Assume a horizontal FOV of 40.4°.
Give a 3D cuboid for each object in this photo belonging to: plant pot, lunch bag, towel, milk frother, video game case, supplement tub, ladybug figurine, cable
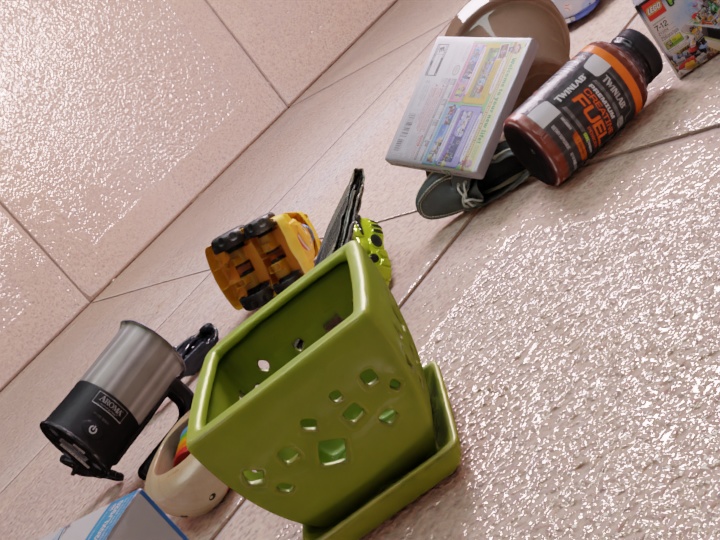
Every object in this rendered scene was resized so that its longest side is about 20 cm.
[{"bbox_3d":[-0.022,0.122,0.895,0.199,0.182,0.199,-37,16,10],"label":"plant pot"},{"bbox_3d":[0.233,-0.288,1.420,0.199,0.200,0.176,-36,35,11],"label":"plant pot"},{"bbox_3d":[0.388,-0.506,1.776,0.159,0.076,0.201,-17,28,48],"label":"lunch bag"},{"bbox_3d":[-0.038,-0.012,1.332,0.201,0.034,0.195,118,169,-56],"label":"towel"},{"bbox_3d":[-0.353,0.204,1.413,0.198,0.181,0.189,-7,39,50],"label":"milk frother"},{"bbox_3d":[0.136,-0.228,1.344,0.181,0.022,0.203,15,78,48],"label":"video game case"},{"bbox_3d":[0.277,-0.206,1.200,0.200,0.107,0.107,-43,17,-6],"label":"supplement tub"},{"bbox_3d":[-0.194,0.229,1.186,0.135,0.072,0.201,-35,18,15],"label":"ladybug figurine"},{"bbox_3d":[-0.327,0.167,1.673,0.200,0.051,0.162,-48,18,-22],"label":"cable"}]

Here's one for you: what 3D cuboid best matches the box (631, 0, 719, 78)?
[{"bbox_3d":[0.438,-0.334,1.167,0.199,0.110,0.035,-34,17,23],"label":"box"}]

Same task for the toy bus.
[{"bbox_3d":[-0.135,-0.038,1.674,0.198,0.137,0.191,-21,9,42],"label":"toy bus"}]

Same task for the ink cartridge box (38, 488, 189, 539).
[{"bbox_3d":[-0.254,0.334,0.923,0.198,0.148,0.145,-29,19,30],"label":"ink cartridge box"}]

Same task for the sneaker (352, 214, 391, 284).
[{"bbox_3d":[0.000,0.000,1.379,0.201,0.073,0.085,-87,16,-58],"label":"sneaker"}]

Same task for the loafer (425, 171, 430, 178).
[{"bbox_3d":[0.146,-0.212,1.560,0.072,0.072,0.201,-23,24,44],"label":"loafer"}]

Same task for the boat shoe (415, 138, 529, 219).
[{"bbox_3d":[0.153,-0.120,1.316,0.198,0.073,0.062,-26,17,27],"label":"boat shoe"}]
